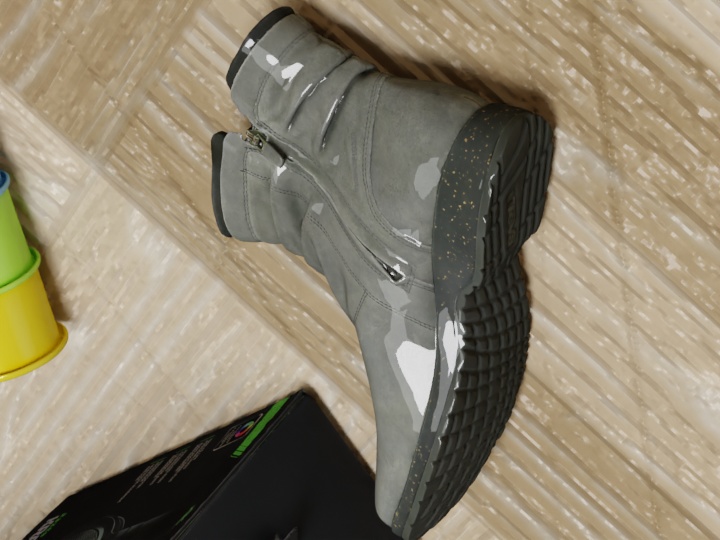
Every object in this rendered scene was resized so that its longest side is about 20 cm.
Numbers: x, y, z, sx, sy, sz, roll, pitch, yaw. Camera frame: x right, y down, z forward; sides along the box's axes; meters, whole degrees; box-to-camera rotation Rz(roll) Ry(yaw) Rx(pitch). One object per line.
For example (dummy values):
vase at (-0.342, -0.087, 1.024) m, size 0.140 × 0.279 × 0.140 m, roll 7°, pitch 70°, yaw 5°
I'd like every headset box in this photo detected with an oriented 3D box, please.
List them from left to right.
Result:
headset box at (-0.093, 0.158, 0.956) m, size 0.200 × 0.174 × 0.093 m, roll -26°, pitch 105°, yaw 43°

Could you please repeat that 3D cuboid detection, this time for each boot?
boot at (0.000, 0.000, 0.872) m, size 0.130 × 0.068 × 0.201 m, roll 23°, pitch 123°, yaw 25°

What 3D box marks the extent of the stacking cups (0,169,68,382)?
stacking cups at (-0.183, -0.051, 0.964) m, size 0.060 × 0.060 × 0.201 m, roll 1°, pitch 115°, yaw 33°
